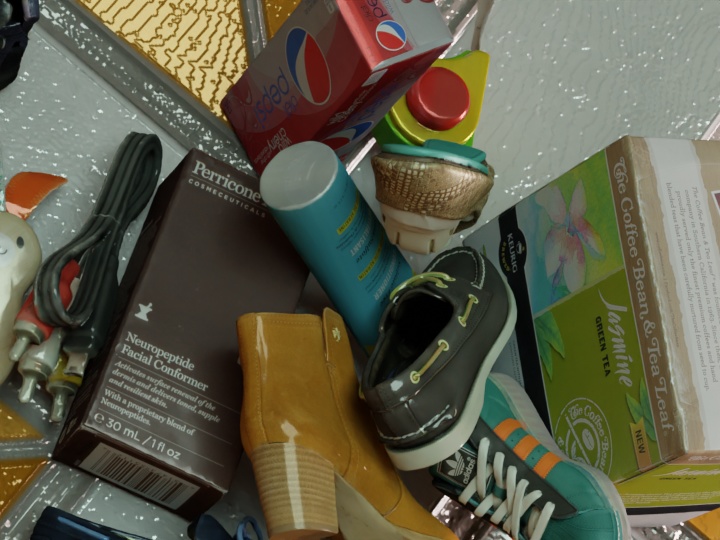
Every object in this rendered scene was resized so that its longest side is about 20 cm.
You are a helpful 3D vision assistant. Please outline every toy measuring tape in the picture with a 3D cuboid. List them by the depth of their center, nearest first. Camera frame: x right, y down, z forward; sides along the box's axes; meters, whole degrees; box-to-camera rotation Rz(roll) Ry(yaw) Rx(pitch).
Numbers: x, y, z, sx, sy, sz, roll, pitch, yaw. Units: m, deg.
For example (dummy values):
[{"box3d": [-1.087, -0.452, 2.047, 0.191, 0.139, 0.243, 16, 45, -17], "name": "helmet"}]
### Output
[{"box3d": [0.046, -0.137, 1.777, 0.074, 0.074, 0.200, 17, 65, -15], "name": "toy measuring tape"}]

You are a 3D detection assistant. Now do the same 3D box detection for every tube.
[{"box3d": [0.000, 0.000, 1.667, 0.077, 0.050, 0.200, -63, 144, -23], "name": "tube"}]

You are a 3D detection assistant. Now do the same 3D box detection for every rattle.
[{"box3d": [-0.230, -0.011, 1.583, 0.130, 0.143, 0.200, 38, 66, 11], "name": "rattle"}]

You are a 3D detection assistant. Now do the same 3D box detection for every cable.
[{"box3d": [-0.169, -0.014, 1.634, 0.050, 0.097, 0.200, 0, 55, 16], "name": "cable"}]

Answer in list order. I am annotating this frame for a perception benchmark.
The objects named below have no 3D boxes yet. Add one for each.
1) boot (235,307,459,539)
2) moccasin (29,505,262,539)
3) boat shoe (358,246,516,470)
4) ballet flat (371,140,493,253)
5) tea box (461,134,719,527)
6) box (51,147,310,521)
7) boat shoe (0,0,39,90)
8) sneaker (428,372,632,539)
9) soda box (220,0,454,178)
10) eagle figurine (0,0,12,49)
[{"box3d": [-0.003, 0.100, 1.626, 0.201, 0.071, 0.144, 24, 55, -55], "name": "boot"}, {"box3d": [-0.094, 0.173, 1.585, 0.200, 0.080, 0.068, 8, 83, -13], "name": "moccasin"}, {"box3d": [0.045, 0.037, 1.632, 0.061, 0.072, 0.201, 59, 25, -24], "name": "boat shoe"}, {"box3d": [0.045, -0.042, 1.627, 0.070, 0.200, 0.065, 13, 95, 11], "name": "ballet flat"}, {"box3d": [0.179, 0.043, 1.683, 0.134, 0.197, 0.200, 1, 70, -31], "name": "tea box"}, {"box3d": [-0.101, 0.039, 1.651, 0.100, 0.075, 0.200, 25, 62, -12], "name": "box"}, {"box3d": [-0.244, -0.215, 1.674, 0.075, 0.093, 0.200, -15, 78, -26], "name": "boat shoe"}, {"box3d": [0.085, 0.127, 1.626, 0.080, 0.071, 0.200, 6, 26, -33], "name": "sneaker"}, {"box3d": [-0.017, -0.122, 1.669, 0.063, 0.200, 0.070, -23, 80, -27], "name": "soda box"}, {"box3d": [-0.315, -0.134, 1.582, 0.200, 0.151, 0.152, -21, 83, -29], "name": "eagle figurine"}]
